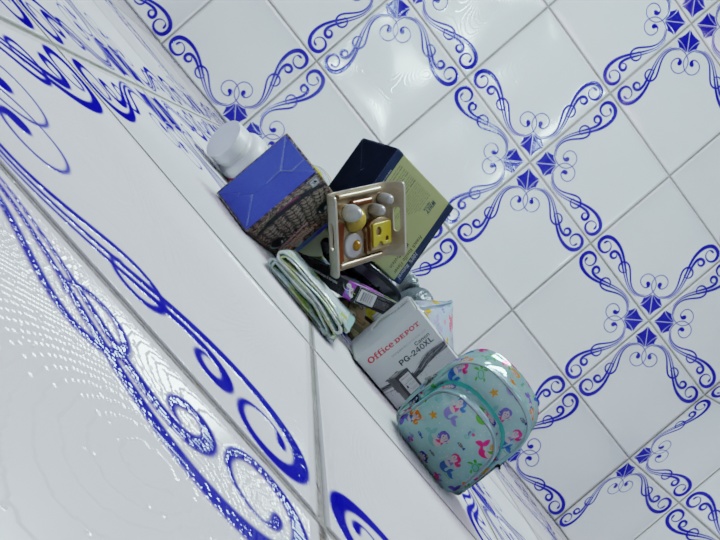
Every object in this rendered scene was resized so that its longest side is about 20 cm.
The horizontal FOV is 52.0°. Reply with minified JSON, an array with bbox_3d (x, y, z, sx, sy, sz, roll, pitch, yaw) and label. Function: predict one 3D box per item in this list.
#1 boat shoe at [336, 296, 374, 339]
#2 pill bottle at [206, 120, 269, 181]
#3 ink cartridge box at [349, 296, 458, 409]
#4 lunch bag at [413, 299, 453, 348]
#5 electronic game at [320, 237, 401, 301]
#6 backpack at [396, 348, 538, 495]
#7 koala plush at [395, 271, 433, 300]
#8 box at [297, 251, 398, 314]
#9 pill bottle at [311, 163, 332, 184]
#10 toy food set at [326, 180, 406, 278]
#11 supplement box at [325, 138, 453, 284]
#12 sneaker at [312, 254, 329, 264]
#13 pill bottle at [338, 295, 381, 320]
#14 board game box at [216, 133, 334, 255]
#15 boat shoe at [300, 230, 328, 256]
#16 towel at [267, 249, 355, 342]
[{"bbox_3d":[-0.023,0.081,1.473,0.200,0.064,0.071,49,2,-41],"label":"boat shoe"},{"bbox_3d":[-0.233,-0.225,1.605,0.200,0.113,0.114,44,5,-42],"label":"pill bottle"},{"bbox_3d":[0.097,0.171,1.324,0.200,0.145,0.083,50,4,-15],"label":"ink cartridge box"},{"bbox_3d":[0.112,0.146,1.511,0.200,0.126,0.172,-6,94,-66],"label":"lunch bag"},{"bbox_3d":[0.000,0.000,1.494,0.199,0.042,0.200,35,-9,7],"label":"electronic game"},{"bbox_3d":[0.167,0.227,1.137,0.178,0.200,0.150,51,22,10],"label":"backpack"},{"bbox_3d":[0.105,0.116,1.831,0.178,0.200,0.184,51,2,27],"label":"koala plush"},{"bbox_3d":[-0.028,0.027,1.400,0.199,0.036,0.142,27,1,41],"label":"box"},{"bbox_3d":[-0.122,-0.170,1.538,0.110,0.109,0.200,50,13,8],"label":"pill bottle"},{"bbox_3d":[0.016,-0.078,1.342,0.060,0.199,0.145,10,-71,41],"label":"toy food set"},{"bbox_3d":[0.043,-0.120,1.499,0.199,0.201,0.134,39,-5,-36],"label":"supplement box"},{"bbox_3d":[-0.086,0.003,1.749,0.200,0.066,0.091,75,-2,-70],"label":"sneaker"},{"bbox_3d":[0.043,0.118,1.676,0.201,0.111,0.111,52,2,19],"label":"pill bottle"},{"bbox_3d":[-0.135,-0.123,1.323,0.097,0.159,0.200,51,2,20],"label":"board game box"},{"bbox_3d":[-0.057,-0.088,1.635,0.063,0.199,0.074,-86,151,-53],"label":"boat shoe"},{"bbox_3d":[-0.079,0.037,1.245,0.172,0.048,0.200,51,1,0],"label":"towel"}]
